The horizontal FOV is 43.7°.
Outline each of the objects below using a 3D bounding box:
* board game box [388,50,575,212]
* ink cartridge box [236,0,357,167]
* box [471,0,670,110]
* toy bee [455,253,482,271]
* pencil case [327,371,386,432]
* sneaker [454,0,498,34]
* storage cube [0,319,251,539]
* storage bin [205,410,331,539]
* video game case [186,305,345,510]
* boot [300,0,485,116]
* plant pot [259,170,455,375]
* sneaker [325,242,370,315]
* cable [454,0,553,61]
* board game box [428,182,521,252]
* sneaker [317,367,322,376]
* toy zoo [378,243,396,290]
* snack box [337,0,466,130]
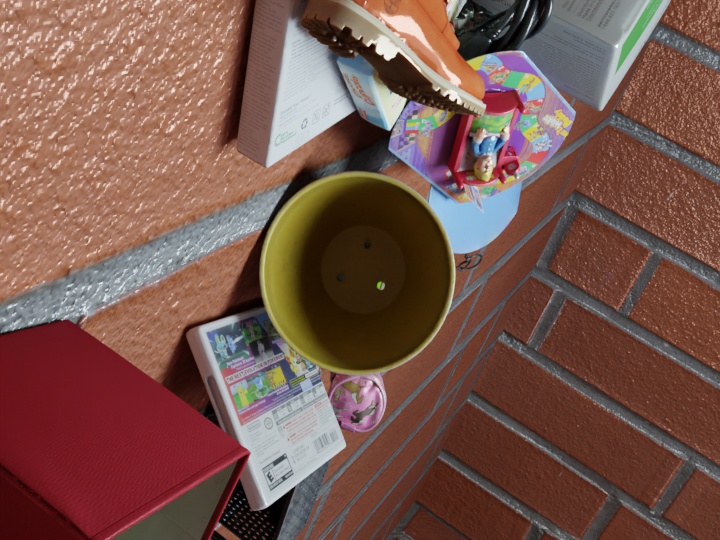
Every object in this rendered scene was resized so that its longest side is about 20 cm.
[{"bbox_3d":[0.128,-0.123,0.879,0.157,0.039,0.199,-35,142,22],"label":"board game box"},{"bbox_3d":[-0.022,-0.211,0.747,0.199,0.040,0.202,-42,156,-49],"label":"ink cartridge box"},{"bbox_3d":[0.262,-0.346,1.082,0.201,0.198,0.171,-56,166,-8],"label":"box"},{"bbox_3d":[0.057,-0.003,1.295,0.197,0.110,0.132,-21,156,-26],"label":"toy bee"},{"bbox_3d":[-0.009,0.145,1.229,0.200,0.081,0.088,-100,175,-75],"label":"pencil case"},{"bbox_3d":[0.093,-0.227,1.008,0.200,0.077,0.087,-43,161,-44],"label":"sneaker"},{"bbox_3d":[-0.211,0.161,0.589,0.173,0.178,0.200,-63,164,16],"label":"storage cube"},{"bbox_3d":[-0.123,0.247,1.086,0.094,0.134,0.202,-39,154,-49],"label":"storage bin"},{"bbox_3d":[-0.093,0.131,0.944,0.023,0.185,0.199,-22,178,23],"label":"video game case"},{"bbox_3d":[0.049,-0.193,0.699,0.199,0.074,0.109,27,83,-48],"label":"boot"},{"bbox_3d":[0.000,0.000,0.963,0.202,0.198,0.142,-59,178,4],"label":"plant pot"},{"bbox_3d":[-0.023,0.016,1.095,0.201,0.077,0.100,-55,167,-12],"label":"sneaker"},{"bbox_3d":[0.123,-0.262,0.876,0.199,0.050,0.165,-35,-145,35],"label":"cable"},{"bbox_3d":[0.123,-0.123,1.006,0.156,0.039,0.204,-10,115,-41],"label":"board game box"},{"bbox_3d":[-0.073,0.156,1.167,0.203,0.086,0.074,-65,163,17],"label":"sneaker"},{"bbox_3d":[0.035,-0.030,1.138,0.200,0.020,0.133,-124,-129,-81],"label":"toy zoo"},{"bbox_3d":[0.053,-0.236,0.795,0.202,0.037,0.116,-60,164,-7],"label":"snack box"}]
